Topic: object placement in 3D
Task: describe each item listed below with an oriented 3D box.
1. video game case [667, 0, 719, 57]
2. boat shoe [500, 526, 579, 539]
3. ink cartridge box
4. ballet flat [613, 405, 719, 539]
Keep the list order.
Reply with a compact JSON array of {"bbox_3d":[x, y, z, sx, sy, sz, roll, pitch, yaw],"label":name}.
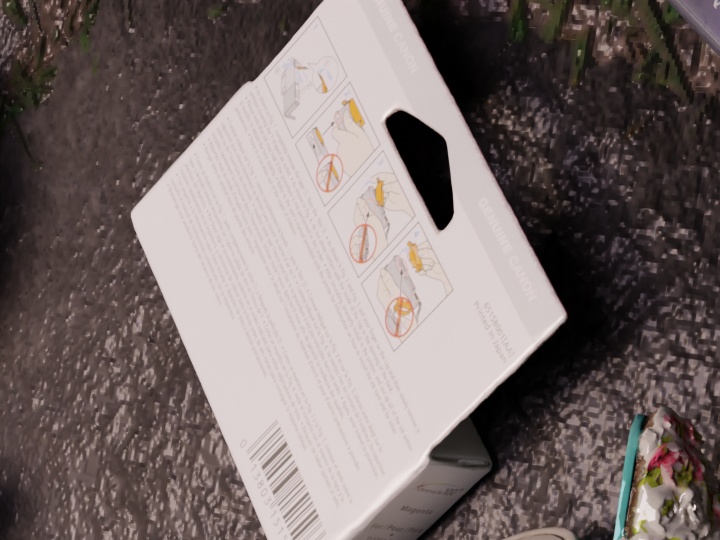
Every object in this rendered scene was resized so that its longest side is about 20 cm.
[{"bbox_3d":[0.197,-0.139,0.890,0.200,0.019,0.143,-55,49,23],"label":"video game case"},{"bbox_3d":[0.026,0.166,0.982,0.200,0.057,0.067,-40,21,28],"label":"boat shoe"},{"bbox_3d":[0.000,0.000,1.039,0.174,0.043,0.201,-45,53,28],"label":"ink cartridge box"},{"bbox_3d":[0.110,0.150,0.896,0.064,0.076,0.201,10,94,14],"label":"ballet flat"}]
